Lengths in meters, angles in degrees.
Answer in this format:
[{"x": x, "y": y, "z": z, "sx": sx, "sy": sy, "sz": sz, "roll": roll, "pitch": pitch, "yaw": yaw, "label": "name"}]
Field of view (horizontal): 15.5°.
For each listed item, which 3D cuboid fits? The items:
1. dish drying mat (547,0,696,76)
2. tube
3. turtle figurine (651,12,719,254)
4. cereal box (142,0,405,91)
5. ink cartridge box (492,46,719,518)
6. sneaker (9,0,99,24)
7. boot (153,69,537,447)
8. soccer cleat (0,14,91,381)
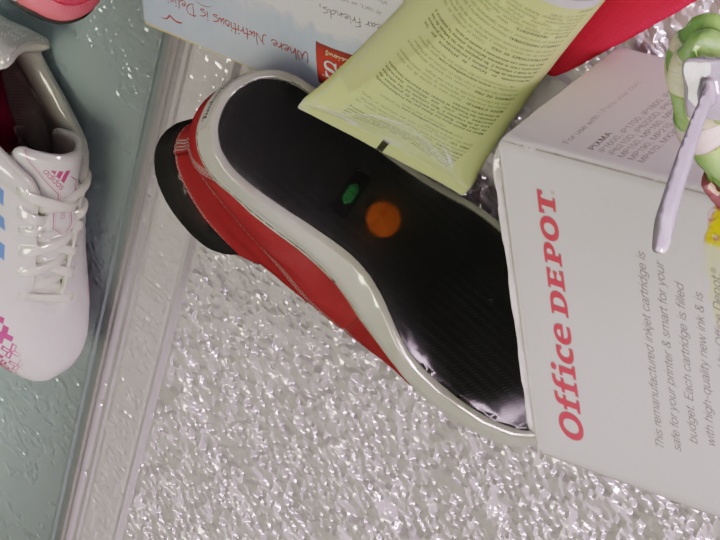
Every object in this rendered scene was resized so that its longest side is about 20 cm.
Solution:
[{"x": 0.107, "y": -0.133, "z": 0.936, "sx": 0.077, "sy": 0.018, "sz": 0.200, "roll": 55, "pitch": 142, "yaw": -5, "label": "dish drying mat"}, {"x": 0.047, "y": -0.093, "z": 0.974, "sx": 0.058, "sy": 0.052, "sz": 0.200, "roll": 60, "pitch": 145, "yaw": 14, "label": "tube"}, {"x": 0.165, "y": -0.060, "z": 0.770, "sx": 0.143, "sy": 0.195, "sz": 0.200, "roll": -6, "pitch": 157, "yaw": 14, "label": "turtle figurine"}, {"x": -0.029, "y": -0.165, "z": 1.034, "sx": 0.144, "sy": 0.040, "sz": 0.200, "roll": 26, "pitch": 136, "yaw": 29, "label": "cereal box"}, {"x": 0.157, "y": 0.017, "z": 0.946, "sx": 0.200, "sy": 0.086, "sz": 0.148, "roll": 20, "pitch": 132, "yaw": 37, "label": "ink cartridge box"}, {"x": -0.132, "y": -0.189, "z": 1.097, "sx": 0.087, "sy": 0.074, "sz": 0.201, "roll": 15, "pitch": 129, "yaw": 37, "label": "sneaker"}, {"x": 0.000, "y": 0.000, "z": 1.128, "sx": 0.200, "sy": 0.072, "sz": 0.144, "roll": 43, "pitch": 164, "yaw": -7, "label": "boot"}, {"x": -0.161, "y": -0.029, "z": 1.259, "sx": 0.086, "sy": 0.070, "sz": 0.201, "roll": 12, "pitch": 127, "yaw": 41, "label": "soccer cleat"}]
